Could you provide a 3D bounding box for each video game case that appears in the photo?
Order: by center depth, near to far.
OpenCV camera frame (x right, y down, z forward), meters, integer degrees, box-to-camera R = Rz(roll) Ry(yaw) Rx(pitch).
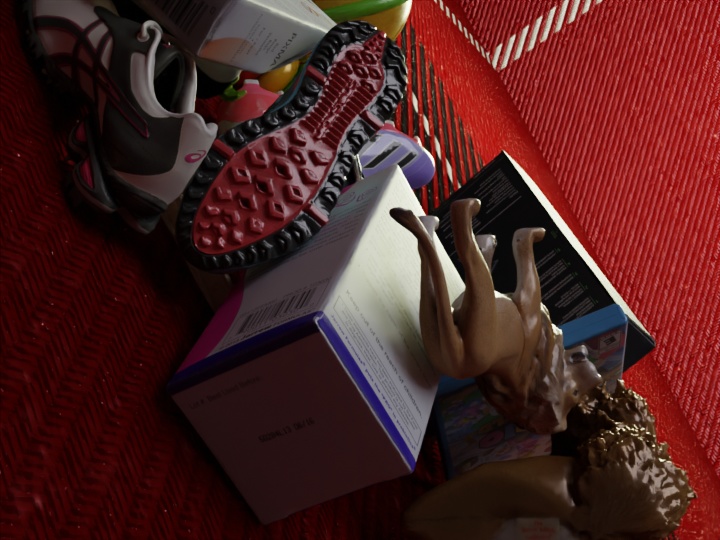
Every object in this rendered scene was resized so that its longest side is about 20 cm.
[{"bbox_3d":[0.123,0.103,0.841,0.201,0.141,0.018,74,-6,-58],"label":"video game case"}]

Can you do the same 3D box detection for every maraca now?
[{"bbox_3d":[-0.036,-0.236,1.036,0.136,0.198,0.109,-24,111,-37],"label":"maraca"}]

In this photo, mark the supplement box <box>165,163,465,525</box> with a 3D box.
[{"bbox_3d":[-0.015,0.035,0.672,0.104,0.100,0.201,57,26,-19],"label":"supplement box"}]

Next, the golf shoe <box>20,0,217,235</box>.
[{"bbox_3d":[-0.137,-0.118,0.677,0.077,0.088,0.202,22,37,-53],"label":"golf shoe"}]

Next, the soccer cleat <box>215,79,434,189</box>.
[{"bbox_3d":[-0.026,-0.086,0.914,0.198,0.066,0.078,16,59,-32],"label":"soccer cleat"}]

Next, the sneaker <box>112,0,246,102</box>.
[{"bbox_3d":[-0.157,-0.190,0.808,0.200,0.083,0.072,42,47,11],"label":"sneaker"}]

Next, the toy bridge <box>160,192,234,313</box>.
[{"bbox_3d":[-0.067,0.023,0.741,0.201,0.027,0.067,53,20,-20],"label":"toy bridge"}]

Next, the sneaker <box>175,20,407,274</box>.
[{"bbox_3d":[-0.043,-0.062,0.717,0.079,0.096,0.200,42,60,-2],"label":"sneaker"}]

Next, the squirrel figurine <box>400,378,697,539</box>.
[{"bbox_3d":[0.134,0.172,0.782,0.142,0.199,0.187,51,2,12],"label":"squirrel figurine"}]

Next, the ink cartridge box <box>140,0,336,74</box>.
[{"bbox_3d":[-0.095,-0.189,0.749,0.162,0.050,0.200,45,14,17],"label":"ink cartridge box"}]

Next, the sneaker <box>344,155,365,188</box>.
[{"bbox_3d":[-0.002,0.000,0.806,0.203,0.076,0.147,53,-11,24],"label":"sneaker"}]

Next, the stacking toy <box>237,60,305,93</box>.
[{"bbox_3d":[-0.065,-0.153,0.985,0.200,0.085,0.086,46,20,-22],"label":"stacking toy"}]

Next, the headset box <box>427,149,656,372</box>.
[{"bbox_3d":[0.119,0.039,0.956,0.093,0.174,0.201,31,21,-54],"label":"headset box"}]

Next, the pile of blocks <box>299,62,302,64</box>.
[{"bbox_3d":[-0.032,-0.166,1.156,0.061,0.083,0.200,17,-1,12],"label":"pile of blocks"}]

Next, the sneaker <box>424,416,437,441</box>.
[{"bbox_3d":[0.017,0.046,0.905,0.083,0.081,0.201,12,39,-46],"label":"sneaker"}]

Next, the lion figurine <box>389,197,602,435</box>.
[{"bbox_3d":[0.072,0.033,0.666,0.199,0.072,0.125,10,77,-54],"label":"lion figurine"}]
